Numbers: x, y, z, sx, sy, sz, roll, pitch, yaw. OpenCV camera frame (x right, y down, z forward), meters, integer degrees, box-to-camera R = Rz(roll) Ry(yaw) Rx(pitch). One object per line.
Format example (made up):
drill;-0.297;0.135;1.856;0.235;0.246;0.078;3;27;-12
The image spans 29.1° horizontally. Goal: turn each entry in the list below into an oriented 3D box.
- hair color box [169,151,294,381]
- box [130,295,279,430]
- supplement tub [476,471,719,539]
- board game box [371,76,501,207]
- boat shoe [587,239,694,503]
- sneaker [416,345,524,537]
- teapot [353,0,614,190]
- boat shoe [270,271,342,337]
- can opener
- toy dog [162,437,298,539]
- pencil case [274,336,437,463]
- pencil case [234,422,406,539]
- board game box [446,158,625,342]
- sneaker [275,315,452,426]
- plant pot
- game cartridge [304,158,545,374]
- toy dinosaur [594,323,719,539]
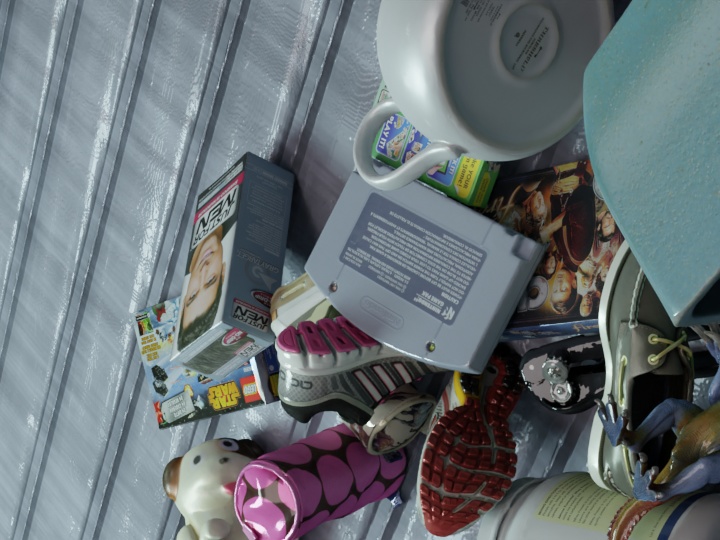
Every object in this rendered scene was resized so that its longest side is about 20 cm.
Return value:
hair color box;-0.124;-0.005;1.354;0.099;0.060;0.201;-36;39;44
box;-0.165;0.090;1.503;0.199;0.040;0.138;-17;85;46
supplement tub;0.203;0.235;1.082;0.199;0.145;0.146;2;100;45
board game box;0.084;-0.171;1.172;0.134;0.029;0.201;30;107;38
boat shoe;0.213;0.070;1.014;0.060;0.072;0.203;21;109;60
sneaker;0.091;0.150;1.169;0.078;0.200;0.082;26;130;2
teapot;0.083;-0.179;1.054;0.146;0.199;0.198;25;131;54
boat shoe;0.000;0.000;1.252;0.200;0.075;0.069;-34;57;10
can opener;0.216;0.066;1.090;0.199;0.079;0.064;-20;93;35
toy dog;-0.129;0.274;1.459;0.194;0.139;0.201;162;93;-83
pencil case;-0.013;0.089;1.314;0.078;0.089;0.200;-48;57;6
pencil case;-0.037;0.199;1.281;0.091;0.200;0.094;50;117;19
board game box;0.146;-0.014;1.130;0.199;0.035;0.136;-10;67;46
sneaker;0.008;0.088;1.213;0.074;0.199;0.088;40;126;44
plant pot;0.265;-0.108;0.923;0.200;0.195;0.197;58;133;30
game cartridge;0.046;0.000;1.153;0.200;0.041;0.134;31;92;38
toy dinosaur;0.258;0.098;0.978;0.201;0.181;0.105;100;149;-44
